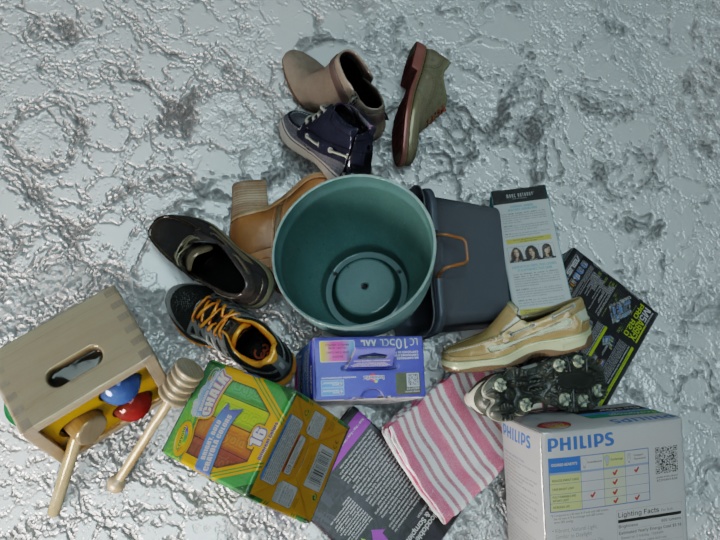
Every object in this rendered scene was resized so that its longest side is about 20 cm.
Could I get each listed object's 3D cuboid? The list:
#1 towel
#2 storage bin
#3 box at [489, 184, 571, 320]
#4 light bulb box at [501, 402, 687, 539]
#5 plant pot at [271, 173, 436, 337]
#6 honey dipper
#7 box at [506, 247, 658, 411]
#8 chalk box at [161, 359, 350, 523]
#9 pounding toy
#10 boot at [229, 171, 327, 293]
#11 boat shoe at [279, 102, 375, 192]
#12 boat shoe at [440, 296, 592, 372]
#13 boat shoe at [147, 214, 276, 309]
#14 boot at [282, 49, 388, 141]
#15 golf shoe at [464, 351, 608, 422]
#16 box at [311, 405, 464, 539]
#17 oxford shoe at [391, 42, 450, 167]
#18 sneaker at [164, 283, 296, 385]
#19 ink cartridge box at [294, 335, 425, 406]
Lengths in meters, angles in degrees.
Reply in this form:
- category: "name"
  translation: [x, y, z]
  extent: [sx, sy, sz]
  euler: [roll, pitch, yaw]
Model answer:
- category: "towel"
  translation: [0.136, 0.214, 0.989]
  extent: [0.199, 0.030, 0.147]
  euler: [-32, 84, -30]
- category: "storage bin"
  translation: [0.128, -0.008, 1.018]
  extent: [0.132, 0.145, 0.203]
  euler: [1, 75, -21]
- category: "box"
  translation: [0.237, -0.019, 1.051]
  extent: [0.081, 0.049, 0.203]
  euler: [-6, 64, 3]
- category: "light bulb box"
  translation: [0.294, 0.284, 0.948]
  extent: [0.195, 0.125, 0.203]
  euler: [-3, 90, -13]
- category: "plant pot"
  translation: [0.000, 0.000, 0.943]
  extent: [0.197, 0.135, 0.203]
  euler: [-3, 66, 7]
- category: "honey dipper"
  translation: [-0.251, 0.189, 0.889]
  extent: [0.038, 0.038, 0.201]
  euler: [37, 107, 1]
- category: "box"
  translation: [0.310, 0.094, 1.068]
  extent: [0.160, 0.044, 0.201]
  euler: [37, 72, -1]
- category: "chalk box"
  translation: [-0.138, 0.195, 0.890]
  extent: [0.198, 0.124, 0.126]
  euler: [10, 67, 39]
- category: "pounding toy"
  translation: [-0.324, 0.157, 0.868]
  extent: [0.199, 0.185, 0.143]
  euler: [-32, 71, -17]
- category: "boot"
  translation: [-0.078, -0.047, 1.019]
  extent: [0.197, 0.074, 0.157]
  euler: [-7, 78, -4]
- category: "boat shoe"
  translation: [-0.043, -0.193, 1.005]
  extent: [0.074, 0.094, 0.200]
  euler: [-15, 42, -34]
- category: "boat shoe"
  translation: [0.196, 0.077, 0.964]
  extent: [0.197, 0.072, 0.077]
  euler: [-13, 100, -4]
- category: "boat shoe"
  translation: [-0.198, -0.021, 0.955]
  extent: [0.198, 0.073, 0.075]
  euler: [27, 89, 20]
- category: "boot"
  translation: [-0.034, -0.261, 1.040]
  extent: [0.070, 0.146, 0.200]
  euler: [-39, 86, -18]
- category: "golf shoe"
  translation: [0.232, 0.150, 0.985]
  extent: [0.197, 0.088, 0.078]
  euler: [-3, 83, -21]
- category: "box"
  translation: [0.016, 0.296, 0.961]
  extent: [0.200, 0.036, 0.143]
  euler: [42, 71, 3]
- category: "oxford shoe"
  translation: [0.094, -0.241, 1.102]
  extent: [0.074, 0.070, 0.203]
  euler: [16, 74, -12]
- category: "sneaker"
  translation: [-0.168, 0.072, 0.955]
  extent: [0.198, 0.077, 0.079]
  euler: [29, 74, 12]
- category: "ink cartridge box"
  translation: [-0.002, 0.125, 0.913]
  extent: [0.134, 0.200, 0.078]
  euler: [0, 79, -12]
